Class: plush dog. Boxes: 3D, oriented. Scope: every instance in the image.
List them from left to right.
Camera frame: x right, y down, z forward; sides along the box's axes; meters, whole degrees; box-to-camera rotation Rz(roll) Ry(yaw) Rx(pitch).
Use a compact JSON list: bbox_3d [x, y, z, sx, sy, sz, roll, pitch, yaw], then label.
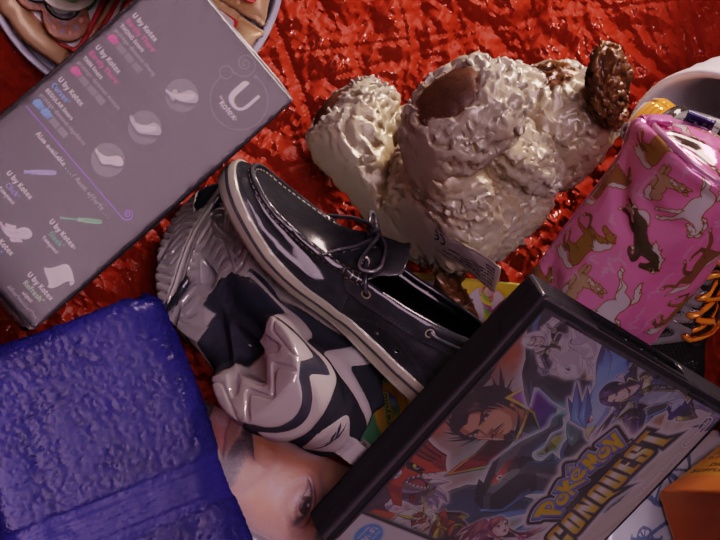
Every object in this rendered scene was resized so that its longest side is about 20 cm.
[{"bbox_3d":[0.090,-0.072,1.314,0.171,0.200,0.161,-34,104,-25],"label":"plush dog"}]

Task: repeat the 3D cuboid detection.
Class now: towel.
[{"bbox_3d":[-0.146,0.127,1.206,0.147,0.049,0.201,-20,90,-28],"label":"towel"}]

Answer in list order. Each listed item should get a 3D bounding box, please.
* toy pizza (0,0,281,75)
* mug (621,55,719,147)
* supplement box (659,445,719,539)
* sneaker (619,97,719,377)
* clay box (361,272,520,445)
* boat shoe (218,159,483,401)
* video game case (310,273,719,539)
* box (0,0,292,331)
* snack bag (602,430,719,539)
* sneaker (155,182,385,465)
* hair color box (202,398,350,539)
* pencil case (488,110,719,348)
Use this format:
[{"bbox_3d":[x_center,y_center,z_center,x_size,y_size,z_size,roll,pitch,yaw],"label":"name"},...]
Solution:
[{"bbox_3d":[-0.138,-0.201,1.320,0.199,0.032,0.202,3,83,-21],"label":"toy pizza"},{"bbox_3d":[0.283,-0.055,1.409,0.175,0.147,0.201,-23,114,-43],"label":"mug"},{"bbox_3d":[0.285,0.126,1.394,0.199,0.066,0.069,-29,104,-38],"label":"supplement box"},{"bbox_3d":[0.204,-0.004,1.327,0.078,0.077,0.201,-26,119,-48],"label":"sneaker"},{"bbox_3d":[0.084,0.065,1.364,0.199,0.048,0.116,6,84,-20],"label":"clay box"},{"bbox_3d":[0.000,0.000,1.245,0.200,0.075,0.062,43,112,-9],"label":"boat shoe"},{"bbox_3d":[0.098,0.114,1.269,0.180,0.026,0.200,29,111,-36],"label":"video game case"},{"bbox_3d":[-0.151,-0.068,1.232,0.200,0.122,0.106,-42,97,-9],"label":"box"},{"bbox_3d":[0.220,0.194,1.391,0.199,0.021,0.190,20,75,-38],"label":"snack bag"},{"bbox_3d":[-0.045,0.041,1.285,0.079,0.199,0.130,-43,134,7],"label":"sneaker"},{"bbox_3d":[-0.113,0.132,1.272,0.199,0.064,0.111,26,75,-17],"label":"hair color box"},{"bbox_3d":[0.152,-0.002,1.272,0.082,0.200,0.087,13,34,-35],"label":"pencil case"}]
